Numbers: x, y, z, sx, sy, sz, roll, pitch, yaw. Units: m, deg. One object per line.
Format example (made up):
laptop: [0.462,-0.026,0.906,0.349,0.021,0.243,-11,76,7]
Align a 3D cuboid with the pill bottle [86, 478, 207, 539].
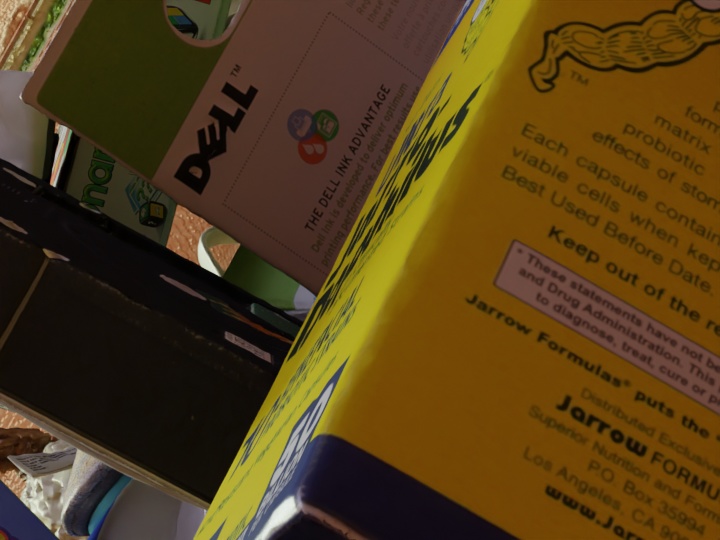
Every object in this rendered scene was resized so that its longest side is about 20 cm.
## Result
pill bottle: [-0.039,0.113,0.778,0.112,0.112,0.200,-64,6,-33]

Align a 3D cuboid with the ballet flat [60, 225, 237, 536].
ballet flat: [-0.046,0.020,0.884,0.200,0.067,0.068,-36,-21,-32]

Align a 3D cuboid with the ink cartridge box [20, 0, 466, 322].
ink cartridge box: [0.006,-0.051,0.710,0.076,0.200,0.148,-1,57,62]

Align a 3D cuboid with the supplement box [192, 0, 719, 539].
supplement box: [0.052,0.013,0.486,0.200,0.109,0.109,-64,6,-35]

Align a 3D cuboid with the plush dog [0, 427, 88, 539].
plush dog: [-0.106,0.159,1.126,0.200,0.160,0.172,-91,5,-83]

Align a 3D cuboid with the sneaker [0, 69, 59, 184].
sneaker: [-0.144,0.027,0.731,0.075,0.081,0.200,-101,25,-63]

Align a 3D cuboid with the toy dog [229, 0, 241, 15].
toy dog: [-0.006,-0.088,1.062,0.140,0.200,0.194,-62,6,-20]

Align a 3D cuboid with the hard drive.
hard drive: [-0.024,0.033,0.598,0.038,0.200,0.140,-62,6,4]

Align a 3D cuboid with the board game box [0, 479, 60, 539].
board game box: [-0.110,0.130,0.686,0.045,0.200,0.135,-36,-13,-47]

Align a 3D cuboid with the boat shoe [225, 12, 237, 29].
boat shoe: [0.000,0.000,0.805,0.200,0.074,0.060,65,-146,-46]

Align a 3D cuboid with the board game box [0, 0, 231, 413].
board game box: [-0.083,-0.020,0.793,0.200,0.035,0.126,147,138,-76]
